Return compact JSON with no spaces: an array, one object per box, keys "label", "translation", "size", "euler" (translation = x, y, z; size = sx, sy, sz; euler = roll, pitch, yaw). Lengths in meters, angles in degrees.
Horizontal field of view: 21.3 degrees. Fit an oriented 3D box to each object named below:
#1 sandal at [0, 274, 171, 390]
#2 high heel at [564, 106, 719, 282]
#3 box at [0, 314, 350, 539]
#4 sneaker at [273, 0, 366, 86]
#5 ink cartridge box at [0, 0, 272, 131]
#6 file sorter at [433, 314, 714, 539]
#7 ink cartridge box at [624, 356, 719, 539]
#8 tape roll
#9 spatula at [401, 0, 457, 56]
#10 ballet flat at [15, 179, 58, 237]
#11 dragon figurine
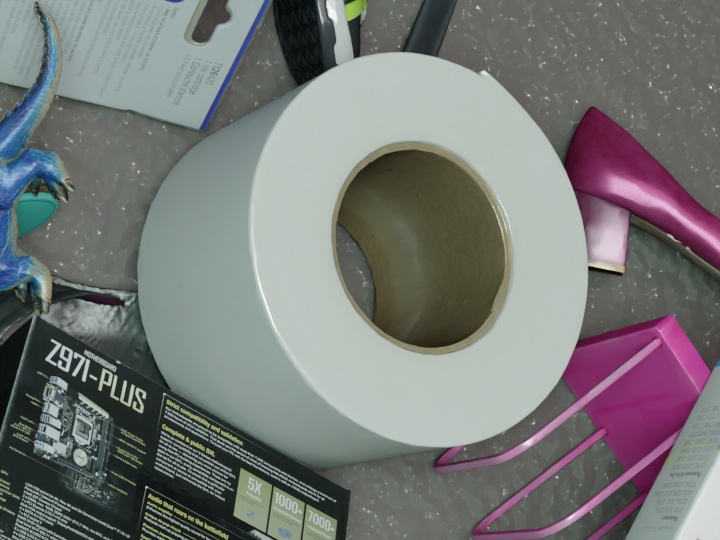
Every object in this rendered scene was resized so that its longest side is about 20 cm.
[{"label":"sandal","translation":[-0.154,0.035,1.004],"size":[0.199,0.048,0.076],"euler":[0,84,-22]},{"label":"high heel","translation":[0.218,-0.036,1.126],"size":[0.199,0.067,0.097],"euler":[10,87,-4]},{"label":"box","translation":[-0.113,0.145,0.931],"size":[0.200,0.086,0.164],"euler":[31,41,-24]},{"label":"sneaker","translation":[-0.004,-0.194,1.089],"size":[0.082,0.072,0.201],"euler":[-2,82,-21]},{"label":"ink cartridge box","translation":[-0.145,-0.161,0.968],"size":[0.199,0.198,0.047],"euler":[10,56,-19]},{"label":"file sorter","translation":[0.151,0.149,1.050],"size":[0.125,0.139,0.200],"euler":[-36,94,-20]},{"label":"ink cartridge box","translation":[0.208,0.128,0.963],"size":[0.115,0.068,0.201],"euler":[33,75,-9]},{"label":"tape roll","translation":[0.000,0.000,1.005],"size":[0.202,0.139,0.204],"euler":[7,76,-29]},{"label":"spatula","translation":[0.058,-0.184,1.136],"size":[0.056,0.021,0.201],"euler":[24,75,-8]},{"label":"ballet flat","translation":[-0.253,-0.022,0.979],"size":[0.199,0.071,0.071],"euler":[-27,90,-22]},{"label":"dragon figurine","translation":[-0.198,-0.032,0.927],"size":[0.099,0.059,0.201],"euler":[6,104,-31]}]
